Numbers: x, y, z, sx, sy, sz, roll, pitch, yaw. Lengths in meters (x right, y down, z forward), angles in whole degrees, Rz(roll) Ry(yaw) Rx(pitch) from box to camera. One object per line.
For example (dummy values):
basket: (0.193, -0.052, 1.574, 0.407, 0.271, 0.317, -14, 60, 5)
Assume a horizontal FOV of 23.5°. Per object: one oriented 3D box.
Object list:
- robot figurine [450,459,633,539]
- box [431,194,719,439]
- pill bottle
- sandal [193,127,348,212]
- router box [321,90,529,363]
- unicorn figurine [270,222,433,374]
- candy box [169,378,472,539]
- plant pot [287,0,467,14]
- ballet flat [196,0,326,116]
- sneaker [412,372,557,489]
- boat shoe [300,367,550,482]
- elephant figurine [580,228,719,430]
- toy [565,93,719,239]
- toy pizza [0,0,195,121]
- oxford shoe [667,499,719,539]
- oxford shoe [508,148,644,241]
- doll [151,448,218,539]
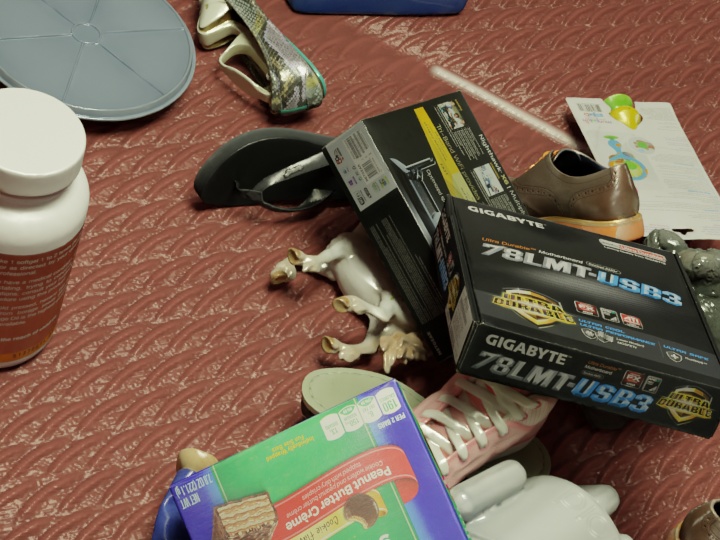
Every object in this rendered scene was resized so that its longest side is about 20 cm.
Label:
robot figurine: (0.112, 0.221, 1.235, 0.199, 0.113, 0.171, -29, 98, -39)
box: (0.158, 0.029, 1.273, 0.198, 0.050, 0.199, 15, 29, -11)
pill bottle: (-0.256, -0.030, 1.243, 0.111, 0.201, 0.113, 12, 46, -13)
sandal: (-0.044, -0.081, 1.469, 0.199, 0.076, 0.043, -4, 48, -27)
router box: (0.073, -0.041, 1.431, 0.157, 0.052, 0.201, -22, 82, -53)
unicorn figurine: (0.000, 0.000, 1.429, 0.137, 0.074, 0.201, -10, 68, -42)
candy box: (-0.009, 0.198, 1.132, 0.168, 0.077, 0.201, -25, 82, 3)
plant pot: (0.013, -0.382, 1.698, 0.199, 0.180, 0.201, -4, 52, -27)
ballet flat: (-0.109, -0.214, 1.575, 0.072, 0.072, 0.201, -17, 58, -35)
sneaker: (0.069, 0.108, 1.241, 0.199, 0.105, 0.075, -25, 66, -36)
boat shoe: (0.042, 0.136, 1.320, 0.200, 0.061, 0.072, 21, 44, -5)
elephant figurine: (0.218, 0.062, 1.423, 0.154, 0.142, 0.200, 25, 37, 29)
toy: (0.269, -0.086, 1.634, 0.114, 0.047, 0.201, 2, 46, -18)
toy pizza: (-0.244, -0.198, 1.522, 0.199, 0.032, 0.201, 11, 47, -12)
oxford shoe: (0.345, 0.218, 1.358, 0.198, 0.073, 0.072, 7, 47, -18)
oxford shoe: (0.168, -0.073, 1.498, 0.071, 0.074, 0.199, -17, 18, -36)
doll: (-0.122, 0.222, 1.179, 0.136, 0.048, 0.201, 23, 50, -16)
